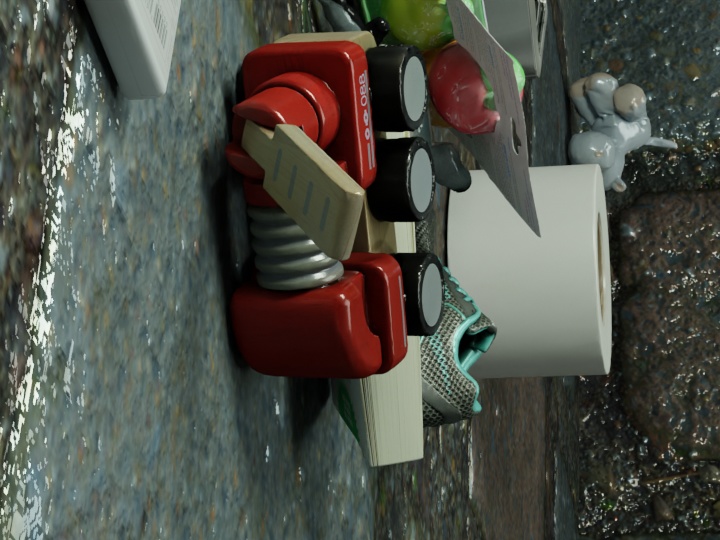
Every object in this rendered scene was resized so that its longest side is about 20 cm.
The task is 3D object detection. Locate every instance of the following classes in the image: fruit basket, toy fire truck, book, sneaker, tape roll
[{"bbox_3d":[0.071,-0.145,1.405,0.200,0.094,0.185,49,-16,37],"label":"fruit basket"},{"bbox_3d":[-0.021,-0.021,1.028,0.200,0.128,0.176,-37,125,-63],"label":"toy fire truck"},{"bbox_3d":[0.000,0.000,1.217,0.134,0.048,0.200,-131,-146,-71],"label":"book"},{"bbox_3d":[0.053,0.035,1.453,0.078,0.091,0.200,75,16,-53],"label":"sneaker"},{"bbox_3d":[0.163,0.002,1.929,0.203,0.139,0.203,-3,90,-80],"label":"tape roll"}]

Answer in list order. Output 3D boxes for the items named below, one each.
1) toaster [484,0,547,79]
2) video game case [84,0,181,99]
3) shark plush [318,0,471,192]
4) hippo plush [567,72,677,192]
[{"bbox_3d":[0.078,-0.252,1.588,0.200,0.118,0.181,-76,160,-57],"label":"toaster"},{"bbox_3d":[-0.104,-0.204,0.845,0.200,0.023,0.182,72,18,-52],"label":"video game case"},{"bbox_3d":[0.013,-0.096,1.352,0.083,0.091,0.200,-45,148,-32],"label":"shark plush"},{"bbox_3d":[0.396,-0.217,3.371,0.161,0.159,0.200,-58,142,-15],"label":"hippo plush"}]
